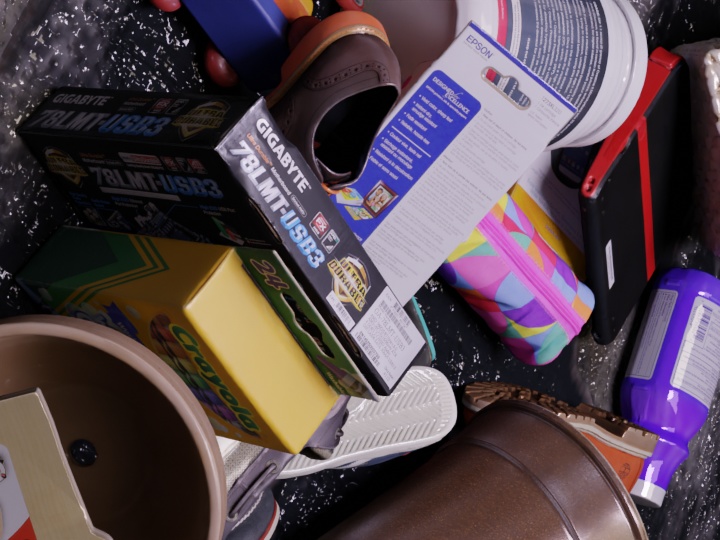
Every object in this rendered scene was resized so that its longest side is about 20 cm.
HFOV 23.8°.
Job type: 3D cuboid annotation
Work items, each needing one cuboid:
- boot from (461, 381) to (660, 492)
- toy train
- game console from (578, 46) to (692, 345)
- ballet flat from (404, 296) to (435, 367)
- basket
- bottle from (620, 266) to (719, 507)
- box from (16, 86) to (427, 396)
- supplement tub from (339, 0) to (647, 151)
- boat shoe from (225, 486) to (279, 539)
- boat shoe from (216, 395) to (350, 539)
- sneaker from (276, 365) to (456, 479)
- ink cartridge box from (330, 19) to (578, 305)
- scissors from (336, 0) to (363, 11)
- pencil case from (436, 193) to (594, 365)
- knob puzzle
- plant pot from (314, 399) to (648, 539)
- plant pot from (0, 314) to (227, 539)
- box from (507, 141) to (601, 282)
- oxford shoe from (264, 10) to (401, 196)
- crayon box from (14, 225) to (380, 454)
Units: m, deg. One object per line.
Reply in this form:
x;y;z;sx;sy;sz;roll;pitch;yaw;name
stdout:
0.147;0.152;1.348;0.200;0.075;0.107;21;95;-37;boot
-0.048;-0.170;1.121;0.200;0.085;0.116;51;44;-39;toy train
0.219;-0.061;1.371;0.177;0.031;0.200;-55;150;-28;game console
0.000;0.000;1.190;0.068;0.068;0.200;-29;115;-25;ballet flat
0.356;-0.105;1.390;0.161;0.200;0.198;-12;98;2;basket
0.262;0.101;1.457;0.084;0.065;0.200;31;73;-43;bottle
-0.083;-0.019;1.008;0.050;0.200;0.199;-50;125;-27;box
0.095;-0.158;1.210;0.200;0.140;0.141;4;92;-44;supplement tub
-0.134;0.178;1.076;0.200;0.071;0.063;-31;113;-34;boat shoe
-0.042;0.095;1.083;0.200;0.072;0.065;-41;93;-21;boat shoe
-0.038;0.109;1.164;0.200;0.085;0.075;0;74;-21;sneaker
0.040;-0.062;1.113;0.095;0.037;0.200;37;107;-16;ink cartridge box
-0.035;-0.200;1.062;0.200;0.014;0.073;-13;91;-72;scissors
0.097;-0.012;1.270;0.200;0.088;0.088;45;64;-39;pencil case
-0.228;0.175;0.935;0.219;0.030;0.220;-1;103;-3;knob puzzle
0.066;0.221;1.203;0.198;0.200;0.201;-25;112;-31;plant pot
-0.171;0.116;0.982;0.093;0.201;0.201;-65;149;-76;plant pot
0.173;-0.106;1.366;0.119;0.041;0.200;43;63;-39;box
-0.044;-0.067;1.071;0.071;0.073;0.200;13;126;-35;oxford shoe
-0.099;0.040;0.998;0.052;0.200;0.126;-53;127;-27;crayon box
